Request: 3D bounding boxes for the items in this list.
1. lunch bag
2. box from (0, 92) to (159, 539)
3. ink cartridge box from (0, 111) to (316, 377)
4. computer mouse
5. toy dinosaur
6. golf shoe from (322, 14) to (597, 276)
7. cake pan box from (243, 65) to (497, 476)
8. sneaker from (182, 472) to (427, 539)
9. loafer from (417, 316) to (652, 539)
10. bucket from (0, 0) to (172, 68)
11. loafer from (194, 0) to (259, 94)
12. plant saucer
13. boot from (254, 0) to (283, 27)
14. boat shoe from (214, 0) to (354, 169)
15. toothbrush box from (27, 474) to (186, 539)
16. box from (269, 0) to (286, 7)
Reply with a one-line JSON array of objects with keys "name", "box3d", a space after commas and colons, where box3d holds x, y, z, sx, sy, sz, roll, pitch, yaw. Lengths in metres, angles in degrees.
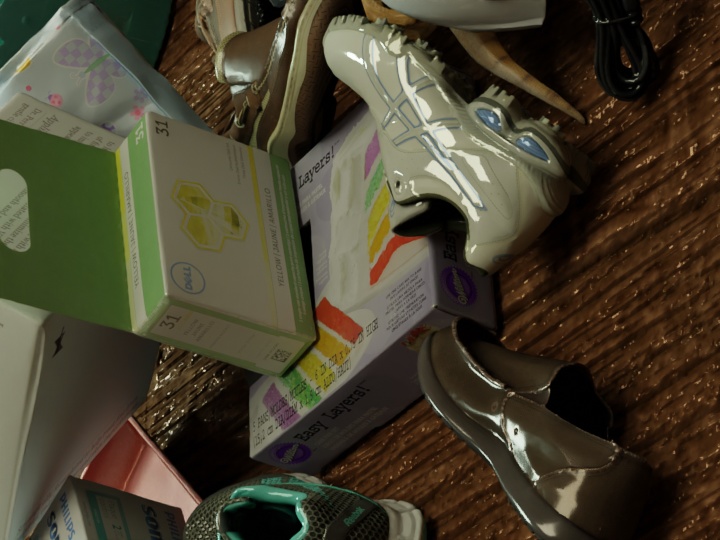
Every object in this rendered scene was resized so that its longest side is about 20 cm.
[{"name": "lunch bag", "box3d": [-0.173, -0.068, 1.826, 0.200, 0.170, 0.127, -46, -1, 44]}, {"name": "box", "box3d": [-0.214, 0.033, 1.702, 0.199, 0.131, 0.200, -51, -19, -51]}, {"name": "ink cartridge box", "box3d": [-0.128, -0.028, 1.609, 0.048, 0.200, 0.146, -47, 38, 36]}, {"name": "computer mouse", "box3d": [0.065, -0.154, 1.495, 0.200, 0.110, 0.044, 15, 49, 38]}, {"name": "toy dinosaur", "box3d": [0.057, -0.154, 1.580, 0.106, 0.060, 0.200, -17, 44, 11]}, {"name": "golf shoe", "box3d": [0.031, -0.071, 1.527, 0.200, 0.078, 0.097, 37, 91, 42]}, {"name": "cake pan box", "box3d": [0.000, 0.000, 1.632, 0.200, 0.052, 0.184, -40, 40, 43]}, {"name": "sneaker", "box3d": [-0.052, 0.145, 1.578, 0.200, 0.091, 0.078, -6, 70, 53]}, {"name": "loafer", "box3d": [0.097, 0.077, 1.416, 0.071, 0.073, 0.200, -53, 38, 11]}, {"name": "bucket", "box3d": [-0.239, -0.192, 2.058, 0.207, 0.135, 0.207, -38, 42, 45]}, {"name": "loafer", "box3d": [-0.082, -0.174, 1.833, 0.063, 0.072, 0.200, -27, 47, 23]}, {"name": "plant saucer", "box3d": [-0.150, 0.212, 1.778, 0.200, 0.037, 0.200, -65, 30, 9]}, {"name": "boot", "box3d": [-0.045, -0.234, 1.799, 0.198, 0.073, 0.163, 32, -134, -84]}, {"name": "boat shoe", "box3d": [-0.055, -0.116, 1.675, 0.202, 0.075, 0.075, 104, -169, -62]}, {"name": "toothbrush box", "box3d": [-0.174, 0.249, 1.674, 0.200, 0.085, 0.146, -55, 33, 25]}, {"name": "box", "box3d": [0.035, -0.237, 1.626, 0.158, 0.051, 0.200, -45, 16, -32]}]
